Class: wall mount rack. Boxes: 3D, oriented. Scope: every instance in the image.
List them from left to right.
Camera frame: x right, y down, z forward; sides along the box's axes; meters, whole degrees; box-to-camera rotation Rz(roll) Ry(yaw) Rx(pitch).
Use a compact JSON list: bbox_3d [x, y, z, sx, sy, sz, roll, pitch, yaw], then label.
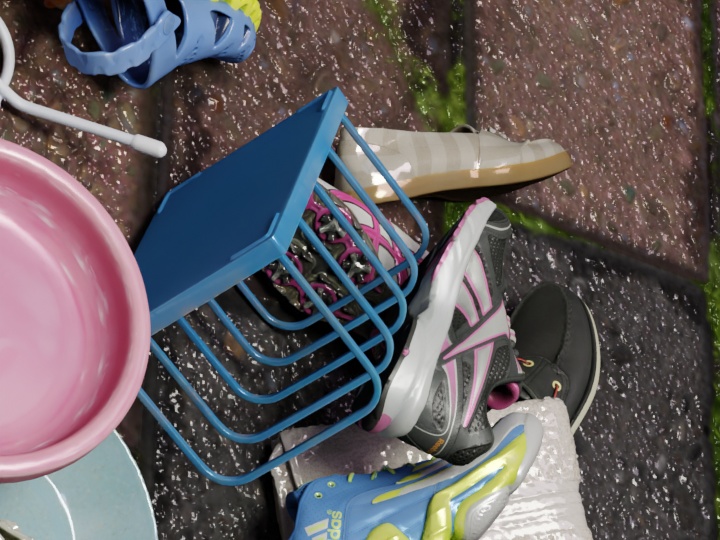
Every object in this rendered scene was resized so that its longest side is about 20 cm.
[{"bbox_3d":[-0.210,-0.069,1.644,0.174,0.074,0.201,43,50,-31],"label":"wall mount rack"}]

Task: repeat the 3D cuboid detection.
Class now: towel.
[{"bbox_3d":[0.046,0.151,1.743,0.199,0.034,0.133,-8,76,-14],"label":"towel"}]

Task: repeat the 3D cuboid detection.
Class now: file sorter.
[{"bbox_3d":[-0.051,0.012,1.665,0.123,0.138,0.200,52,25,-17],"label":"file sorter"}]

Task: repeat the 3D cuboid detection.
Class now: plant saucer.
[{"bbox_3d":[-0.213,0.024,1.530,0.200,0.051,0.201,14,60,-25],"label":"plant saucer"},{"bbox_3d":[-0.203,0.150,1.577,0.200,0.039,0.202,17,61,-34],"label":"plant saucer"}]

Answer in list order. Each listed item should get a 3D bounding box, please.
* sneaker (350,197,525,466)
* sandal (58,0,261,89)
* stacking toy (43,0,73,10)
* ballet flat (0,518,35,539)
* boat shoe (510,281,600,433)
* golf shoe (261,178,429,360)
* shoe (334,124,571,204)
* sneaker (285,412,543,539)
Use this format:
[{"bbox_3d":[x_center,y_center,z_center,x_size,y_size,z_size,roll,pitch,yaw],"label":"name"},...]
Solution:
[{"bbox_3d":[0.061,0.046,1.705,0.086,0.080,0.200,34,46,-9],"label":"sneaker"},{"bbox_3d":[-0.129,-0.151,1.732,0.200,0.079,0.088,17,88,-62],"label":"sandal"},{"bbox_3d":[-0.222,-0.205,1.685,0.200,0.116,0.110,36,27,-45],"label":"stacking toy"},{"bbox_3d":[-0.187,0.171,1.510,0.200,0.072,0.072,38,51,-23],"label":"ballet flat"},{"bbox_3d":[0.103,0.085,1.844,0.063,0.073,0.202,54,45,-40],"label":"boat shoe"},{"bbox_3d":[0.000,0.000,1.812,0.200,0.073,0.092,44,20,-15],"label":"golf shoe"},{"bbox_3d":[0.063,-0.076,1.887,0.199,0.070,0.054,-8,84,-41],"label":"shoe"},{"bbox_3d":[0.019,0.139,1.685,0.105,0.076,0.200,39,68,7],"label":"sneaker"}]
